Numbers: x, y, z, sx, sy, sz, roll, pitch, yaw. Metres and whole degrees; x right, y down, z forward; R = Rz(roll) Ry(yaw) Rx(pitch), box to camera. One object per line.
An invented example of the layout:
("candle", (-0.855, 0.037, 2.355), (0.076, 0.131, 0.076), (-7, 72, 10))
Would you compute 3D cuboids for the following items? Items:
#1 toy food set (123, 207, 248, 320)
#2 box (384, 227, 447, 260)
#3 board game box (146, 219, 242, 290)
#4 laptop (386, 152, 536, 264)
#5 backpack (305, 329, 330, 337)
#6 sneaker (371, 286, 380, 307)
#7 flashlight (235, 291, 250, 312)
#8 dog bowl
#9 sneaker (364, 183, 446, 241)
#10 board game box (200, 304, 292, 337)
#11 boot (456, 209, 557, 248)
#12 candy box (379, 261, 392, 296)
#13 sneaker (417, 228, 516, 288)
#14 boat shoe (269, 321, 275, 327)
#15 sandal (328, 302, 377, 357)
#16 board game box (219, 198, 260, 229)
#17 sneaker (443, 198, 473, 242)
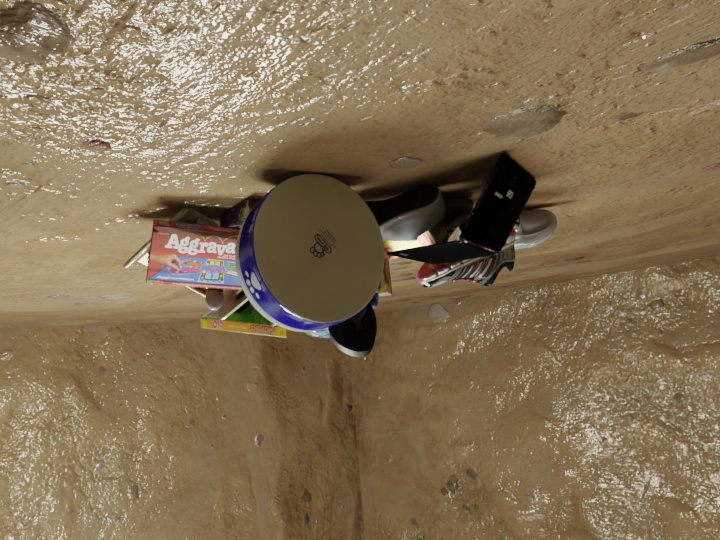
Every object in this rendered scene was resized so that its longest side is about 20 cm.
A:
("toy food set", (-0.258, -0.002, 0.897), (0.142, 0.061, 0.199), (-35, 133, 22))
("box", (0.053, -0.062, 0.987), (0.196, 0.076, 0.050), (-12, -151, 41))
("board game box", (-0.224, -0.019, 0.856), (0.195, 0.105, 0.020), (5, -148, -26))
("laptop", (0.160, -0.083, 0.847), (0.102, 0.204, 0.176), (33, -167, 29))
("backpack", (-0.085, 0.039, 1.165), (0.158, 0.207, 0.154), (-5, 171, -1))
("sneaker", (0.000, 0.000, 0.997), (0.083, 0.079, 0.202), (11, 147, 15))
("flashlight", (-0.256, 0.026, 1.118), (0.068, 0.068, 0.200), (-39, -153, -2))
("dog bowl", (-0.067, -0.023, 0.755), (0.195, 0.207, 0.078), (-1, 168, -29))
("sneaker", (0.043, -0.066, 0.874), (0.195, 0.074, 0.085), (-13, 142, 19))
("board game box", (-0.193, 0.090, 1.044), (0.194, 0.031, 0.095), (1, -164, 18))
("boot", (0.280, -0.083, 1.054), (0.194, 0.076, 0.096), (-14, 162, 9))
("candy box", (-0.029, 0.009, 1.291), (0.194, 0.119, 0.055), (-8, 173, 15))
("sneaker", (0.199, -0.003, 0.997), (0.196, 0.089, 0.074), (-25, -156, -7))
("boat shoe", (-0.067, 0.048, 0.931), (0.195, 0.062, 0.072), (-12, -179, 13))
("sandal", (-0.016, 0.034, 0.845), (0.074, 0.205, 0.043), (-3, 148, -4))
("board game box", (-0.119, -0.084, 0.916), (0.196, 0.033, 0.119), (1, 166, -39))
("sneaker", (0.145, -0.073, 1.002), (0.068, 0.078, 0.199), (-2, 171, -21))
